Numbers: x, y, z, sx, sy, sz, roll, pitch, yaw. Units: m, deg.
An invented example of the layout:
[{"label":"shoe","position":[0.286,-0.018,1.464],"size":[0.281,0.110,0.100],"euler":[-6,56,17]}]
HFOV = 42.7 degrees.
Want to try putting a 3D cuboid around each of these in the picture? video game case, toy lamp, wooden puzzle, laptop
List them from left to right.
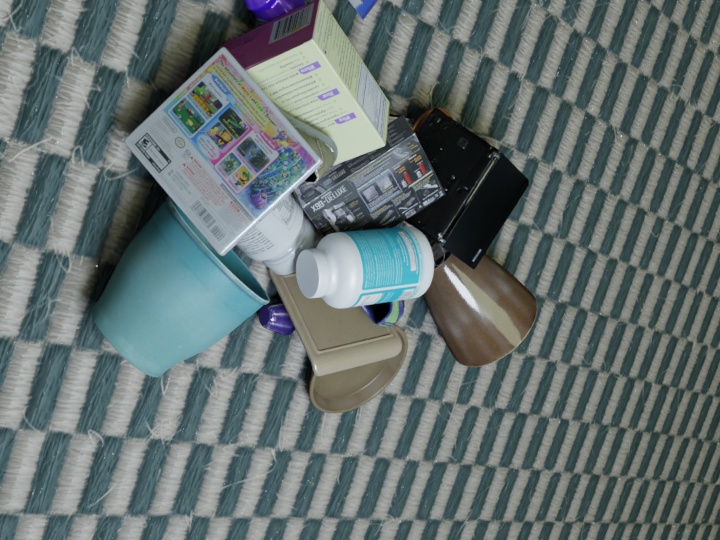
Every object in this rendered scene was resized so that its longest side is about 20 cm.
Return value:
[{"label":"video game case","position":[-0.179,-0.155,1.199],"size":[0.182,0.024,0.201],"euler":[-42,86,2]},{"label":"toy lamp","position":[-0.079,0.081,1.510],"size":[0.198,0.058,0.059],"euler":[9,101,-42]},{"label":"wooden puzzle","position":[-0.042,0.062,1.475],"size":[0.183,0.202,0.037],"euler":[-9,157,-39]},{"label":"laptop","position":[0.155,-0.130,1.507],"size":[0.198,0.103,0.179],"euler":[33,92,3]}]

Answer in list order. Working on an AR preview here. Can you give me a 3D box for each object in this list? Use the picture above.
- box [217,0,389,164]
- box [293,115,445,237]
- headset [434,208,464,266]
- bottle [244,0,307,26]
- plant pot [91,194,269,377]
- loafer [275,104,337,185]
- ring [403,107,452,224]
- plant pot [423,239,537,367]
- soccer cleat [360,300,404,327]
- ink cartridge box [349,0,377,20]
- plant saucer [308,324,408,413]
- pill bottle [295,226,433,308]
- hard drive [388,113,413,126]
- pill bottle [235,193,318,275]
[{"label":"box","position":[-0.081,-0.246,1.291],"size":[0.200,0.174,0.098],"euler":[50,34,-38]},{"label":"box","position":[0.015,-0.119,1.388],"size":[0.198,0.050,0.158],"euler":[-33,142,4]},{"label":"headset","position":[0.128,-0.102,1.576],"size":[0.123,0.093,0.203],"euler":[33,64,-56]},{"label":"bottle","position":[-0.107,-0.359,1.300],"size":[0.066,0.083,0.200],"euler":[-54,132,-9]},{"label":"plant pot","position":[-0.258,0.034,1.264],"size":[0.188,0.200,0.200],"euler":[-43,130,2]},{"label":"loafer","position":[-0.125,-0.178,1.241],"size":[0.197,0.076,0.070],"euler":[22,48,-9]},{"label":"ring","position":[0.107,-0.177,1.559],"size":[0.200,0.019,0.203],"euler":[-36,137,-43]},{"label":"plant pot","position":[0.187,0.036,1.650],"size":[0.187,0.186,0.200],"euler":[-49,117,-14]},{"label":"soccer cleat","position":[0.001,0.000,1.470],"size":[0.064,0.202,0.083],"euler":[-37,173,25]},{"label":"ink cartridge box","position":[-0.012,-0.477,1.366],"size":[0.100,0.039,0.200],"euler":[-55,132,-10]},{"label":"plant saucer","position":[-0.006,0.163,1.582],"size":[0.198,0.030,0.202],"euler":[-23,139,-21]},{"label":"pill bottle","position":[0.005,-0.004,1.373],"size":[0.197,0.110,0.113],"euler":[-6,110,-34]},{"label":"hard drive","position":[-0.006,-0.185,1.482],"size":[0.198,0.038,0.142],"euler":[-1,108,-40]},{"label":"pill bottle","position":[-0.154,-0.087,1.344],"size":[0.114,0.113,0.200],"euler":[-53,131,-10]}]
